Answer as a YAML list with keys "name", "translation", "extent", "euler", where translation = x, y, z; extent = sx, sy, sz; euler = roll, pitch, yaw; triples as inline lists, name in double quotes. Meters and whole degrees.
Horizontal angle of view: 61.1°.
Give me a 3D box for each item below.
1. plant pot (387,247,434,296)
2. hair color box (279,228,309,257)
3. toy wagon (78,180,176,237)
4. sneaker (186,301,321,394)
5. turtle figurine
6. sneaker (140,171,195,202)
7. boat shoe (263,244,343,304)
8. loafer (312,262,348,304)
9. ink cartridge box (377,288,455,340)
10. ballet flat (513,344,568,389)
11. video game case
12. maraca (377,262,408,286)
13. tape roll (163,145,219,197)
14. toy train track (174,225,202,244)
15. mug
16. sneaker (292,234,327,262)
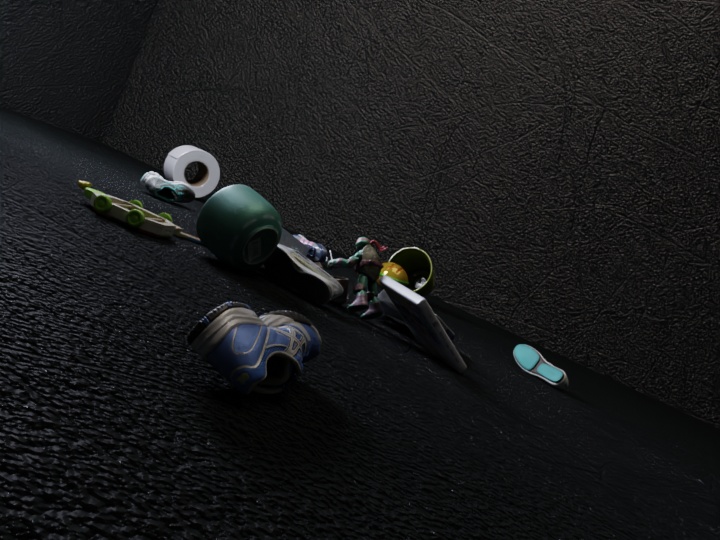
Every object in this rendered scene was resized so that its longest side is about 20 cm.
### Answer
- name: "plant pot"
  translation: [0.234, 0.028, 2.616]
  extent: [0.200, 0.201, 0.193]
  euler: [26, -8, 28]
- name: "hair color box"
  translation: [-0.224, -0.075, 1.393]
  extent: [0.099, 0.061, 0.200]
  euler: [-5, -34, 47]
- name: "toy wagon"
  translation: [-0.467, -0.120, 1.205]
  extent: [0.199, 0.040, 0.155]
  euler: [24, 3, 2]
- name: "sneaker"
  translation: [-0.089, 0.086, 0.603]
  extent: [0.077, 0.076, 0.200]
  euler: [49, 13, 19]
- name: "turtle figurine"
  translation: [0.000, 0.000, 1.339]
  extent: [0.149, 0.201, 0.101]
  euler: [16, -34, -39]
- name: "sneaker"
  translation: [-0.608, -0.246, 1.963]
  extent: [0.091, 0.078, 0.200]
  euler: [45, 18, 31]
- name: "boat shoe"
  translation: [-0.127, 0.002, 1.286]
  extent: [0.202, 0.075, 0.065]
  euler: [30, 23, 25]
- name: "loafer"
  translation: [-0.114, 0.009, 1.375]
  extent: [0.199, 0.071, 0.073]
  euler: [23, 3, -16]
- name: "ink cartridge box"
  translation: [0.117, 0.104, 1.472]
  extent: [0.200, 0.041, 0.200]
  euler: [26, -8, 27]
- name: "ballet flat"
  translation: [0.514, 0.280, 1.739]
  extent: [0.069, 0.070, 0.200]
  euler: [22, 9, -33]
- name: "video game case"
  translation: [0.124, 0.105, 1.250]
  extent: [0.182, 0.024, 0.200]
  euler: [57, -10, -22]
- name: "maraca"
  translation: [0.108, 0.018, 2.392]
  extent: [0.137, 0.107, 0.200]
  euler: [20, 5, -36]
- name: "tape roll"
  translation: [-0.712, -0.419, 2.574]
  extent: [0.202, 0.203, 0.139]
  euler: [21, 5, -37]
- name: "toy train track"
  translation: [-0.333, -0.069, 1.376]
  extent: [0.200, 0.033, 0.115]
  euler: [20, 5, -38]
- name: "mug"
  translation: [-0.225, -0.075, 1.231]
  extent: [0.114, 0.152, 0.185]
  euler: [40, 8, 30]
- name: "sneaker"
  translation: [-0.202, -0.075, 2.170]
  extent: [0.082, 0.070, 0.200]
  euler: [-4, 20, -44]
